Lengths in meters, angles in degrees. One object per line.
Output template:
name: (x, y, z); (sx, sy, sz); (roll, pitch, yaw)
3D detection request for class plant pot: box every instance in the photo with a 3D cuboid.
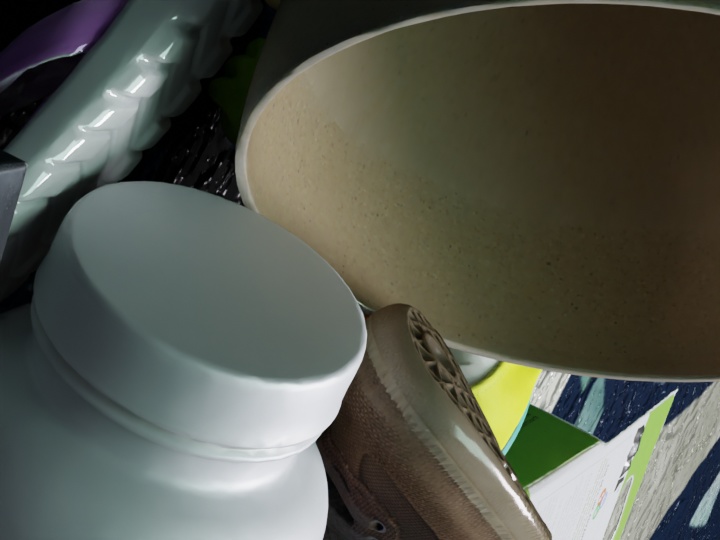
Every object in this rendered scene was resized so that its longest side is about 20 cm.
plant pot: (0.075, -0.073, 0.715); (0.200, 0.200, 0.135); (73, 22, -62)

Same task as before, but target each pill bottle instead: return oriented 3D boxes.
pill bottle: (-0.075, 0.080, 0.716); (0.109, 0.109, 0.200); (-30, 152, -57)

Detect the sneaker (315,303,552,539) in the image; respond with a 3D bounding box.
sneaker: (0.012, 0.078, 0.780); (0.076, 0.070, 0.200); (-29, 152, -1)

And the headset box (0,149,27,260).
headset box: (-0.166, 0.049, 0.518); (0.174, 0.093, 0.200); (-20, 132, -62)

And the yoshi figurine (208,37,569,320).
yoshi figurine: (-0.012, -0.006, 0.837); (0.200, 0.112, 0.112); (-44, 170, -26)

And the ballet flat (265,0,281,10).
ballet flat: (0.001, -0.137, 0.758); (0.069, 0.063, 0.200); (-51, 157, -31)

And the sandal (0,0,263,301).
sandal: (-0.073, -0.054, 0.698); (0.203, 0.050, 0.082); (-49, 173, -7)

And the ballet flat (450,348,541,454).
ballet flat: (0.048, 0.015, 1.081); (0.200, 0.067, 0.067); (-51, 135, -40)

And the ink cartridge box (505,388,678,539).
ink cartridge box: (0.053, 0.123, 1.188); (0.200, 0.076, 0.148); (-24, 135, -63)
